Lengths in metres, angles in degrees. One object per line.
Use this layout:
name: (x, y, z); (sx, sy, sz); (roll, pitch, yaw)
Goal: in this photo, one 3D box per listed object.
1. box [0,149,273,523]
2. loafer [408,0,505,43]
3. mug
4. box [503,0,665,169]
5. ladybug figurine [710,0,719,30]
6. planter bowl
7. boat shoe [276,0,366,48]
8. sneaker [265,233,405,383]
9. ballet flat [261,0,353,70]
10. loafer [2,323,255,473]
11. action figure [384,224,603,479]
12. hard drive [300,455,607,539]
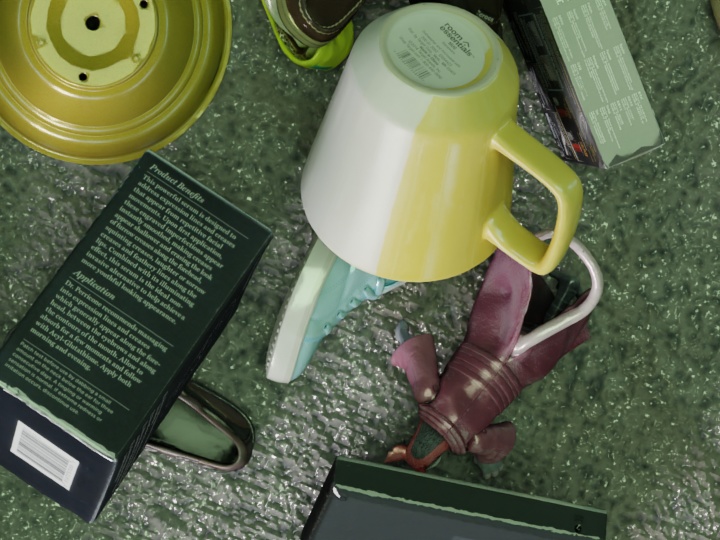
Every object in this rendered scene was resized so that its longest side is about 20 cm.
box: (-0.164, 0.046, 1.469); (0.107, 0.149, 0.201); (33, 64, 1)
loafer: (0.079, -0.182, 1.512); (0.071, 0.201, 0.073); (-43, 56, -18)
mug: (0.059, -0.094, 1.455); (0.185, 0.154, 0.150); (9, 51, -2)
box: (0.141, -0.174, 1.517); (0.049, 0.158, 0.202); (-23, 96, -3)
ladybug figurine: (0.322, -0.226, 1.573); (0.134, 0.072, 0.202); (-9, 96, -5)
planter bowl: (-0.188, -0.174, 1.521); (0.198, 0.083, 0.203); (0, 95, -5)
boat shoe: (0.007, -0.246, 1.504); (0.072, 0.072, 0.201); (40, 64, -23)
sneaker: (0.000, 0.000, 1.560); (0.081, 0.074, 0.201); (27, 92, -3)
ballet flat: (-0.061, -0.235, 1.530); (0.066, 0.067, 0.202); (-18, 99, 29)
loafer: (-0.166, 0.090, 1.556); (0.199, 0.063, 0.072); (25, 93, -7)
action figure: (0.097, 0.078, 1.547); (0.134, 0.149, 0.201); (41, 76, -14)
hard drive: (0.063, 0.193, 1.556); (0.198, 0.140, 0.033); (12, 59, -7)
